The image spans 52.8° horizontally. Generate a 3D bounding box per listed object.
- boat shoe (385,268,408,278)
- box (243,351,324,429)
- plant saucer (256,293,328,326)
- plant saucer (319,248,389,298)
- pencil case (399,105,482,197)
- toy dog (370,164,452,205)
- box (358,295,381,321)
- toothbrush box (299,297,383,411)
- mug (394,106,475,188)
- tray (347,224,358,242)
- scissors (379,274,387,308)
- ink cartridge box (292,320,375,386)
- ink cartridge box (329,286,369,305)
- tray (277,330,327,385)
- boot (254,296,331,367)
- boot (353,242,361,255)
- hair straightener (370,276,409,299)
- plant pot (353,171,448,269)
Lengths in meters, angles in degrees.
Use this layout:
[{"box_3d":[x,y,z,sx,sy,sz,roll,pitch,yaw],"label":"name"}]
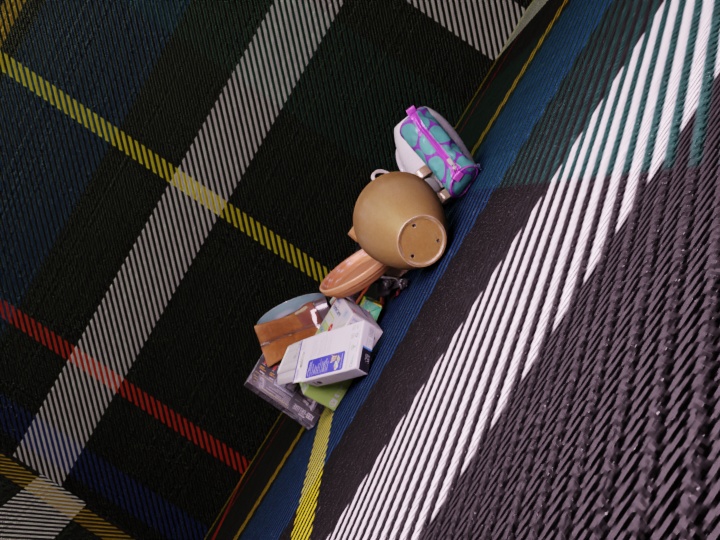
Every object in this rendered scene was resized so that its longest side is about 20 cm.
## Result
[{"box_3d":[0.105,-0.045,1.623,0.201,0.073,0.069,-56,-3,38],"label":"boat shoe"},{"box_3d":[-0.162,0.267,1.781,0.159,0.198,0.050,-59,7,-28],"label":"box"},{"box_3d":[-0.166,0.119,1.826,0.197,0.028,0.201,-23,-19,-8],"label":"plant saucer"},{"box_3d":[0.000,0.000,1.603,0.198,0.038,0.201,-32,14,8],"label":"plant saucer"},{"box_3d":[0.165,-0.252,1.526,0.085,0.201,0.092,-38,-26,3],"label":"pencil case"},{"box_3d":[0.104,-0.144,1.544,0.196,0.134,0.097,-10,-26,-28],"label":"toy dog"},{"box_3d":[0.006,0.123,1.744,0.200,0.048,0.119,-165,98,-90],"label":"box"},{"box_3d":[-0.051,0.174,1.566,0.202,0.085,0.146,-57,19,5],"label":"toothbrush box"},{"box_3d":[0.149,-0.271,1.694,0.147,0.177,0.199,-34,2,-30],"label":"mug"},{"box_3d":[0.045,-0.152,1.773,0.099,0.037,0.200,-53,-4,37],"label":"tray"},{"box_3d":[0.058,0.002,1.745,0.074,0.014,0.204,-68,-19,-55],"label":"scissors"},{"box_3d":[-0.054,0.169,1.434,0.198,0.039,0.101,-19,51,45],"label":"ink cartridge box"},{"box_3d":[-0.034,0.068,1.856,0.110,0.050,0.200,-55,4,-11],"label":"ink cartridge box"},{"box_3d":[-0.136,0.191,1.596,0.199,0.022,0.109,-27,36,60],"label":"tray"},{"box_3d":[-0.137,0.183,1.718,0.197,0.191,0.068,-24,2,5],"label":"boot"},{"box_3d":[0.043,-0.024,1.845,0.200,0.064,0.168,-39,-42,-60],"label":"boot"},{"box_3d":[0.057,0.039,1.608,0.200,0.075,0.042,159,115,-79],"label":"hair straightener"},{"box_3d":[0.089,-0.077,1.361,0.188,0.184,0.200,-57,16,8],"label":"plant pot"}]
